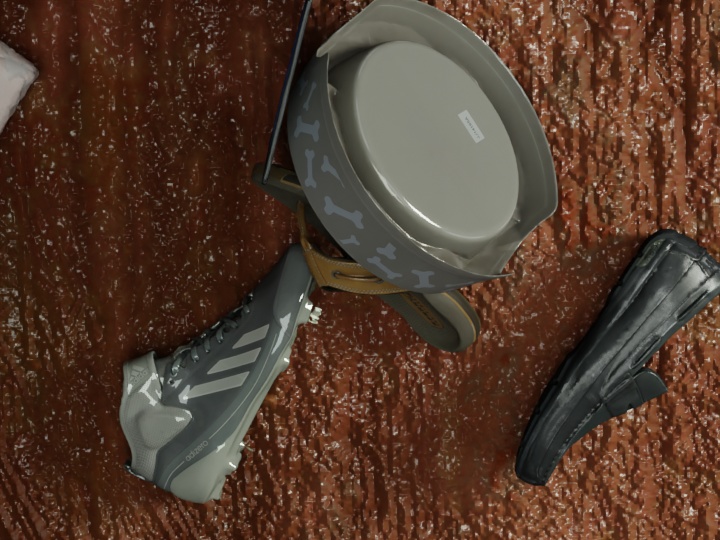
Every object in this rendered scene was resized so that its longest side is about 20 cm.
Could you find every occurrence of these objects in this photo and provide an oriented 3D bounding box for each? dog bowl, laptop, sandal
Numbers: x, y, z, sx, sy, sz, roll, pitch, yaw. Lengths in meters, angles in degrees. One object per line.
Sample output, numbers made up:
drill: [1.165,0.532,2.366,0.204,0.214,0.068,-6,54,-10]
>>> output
dog bowl: [0.037,-0.075,1.636,0.059,0.200,0.200,-31,102,40]
laptop: [-0.083,-0.176,1.615,0.103,0.177,0.200,-39,100,7]
sandal: [0.000,0.000,1.680,0.200,0.082,0.055,46,70,-32]

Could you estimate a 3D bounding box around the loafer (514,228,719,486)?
loafer: [0.175,0.067,1.719,0.070,0.068,0.201,34,96,3]

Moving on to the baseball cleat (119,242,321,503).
baseball cleat: [-0.101,0.060,1.718,0.106,0.070,0.200,24,100,-5]

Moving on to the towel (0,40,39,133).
towel: [-0.346,-0.108,1.704,0.200,0.032,0.191,31,101,-5]
